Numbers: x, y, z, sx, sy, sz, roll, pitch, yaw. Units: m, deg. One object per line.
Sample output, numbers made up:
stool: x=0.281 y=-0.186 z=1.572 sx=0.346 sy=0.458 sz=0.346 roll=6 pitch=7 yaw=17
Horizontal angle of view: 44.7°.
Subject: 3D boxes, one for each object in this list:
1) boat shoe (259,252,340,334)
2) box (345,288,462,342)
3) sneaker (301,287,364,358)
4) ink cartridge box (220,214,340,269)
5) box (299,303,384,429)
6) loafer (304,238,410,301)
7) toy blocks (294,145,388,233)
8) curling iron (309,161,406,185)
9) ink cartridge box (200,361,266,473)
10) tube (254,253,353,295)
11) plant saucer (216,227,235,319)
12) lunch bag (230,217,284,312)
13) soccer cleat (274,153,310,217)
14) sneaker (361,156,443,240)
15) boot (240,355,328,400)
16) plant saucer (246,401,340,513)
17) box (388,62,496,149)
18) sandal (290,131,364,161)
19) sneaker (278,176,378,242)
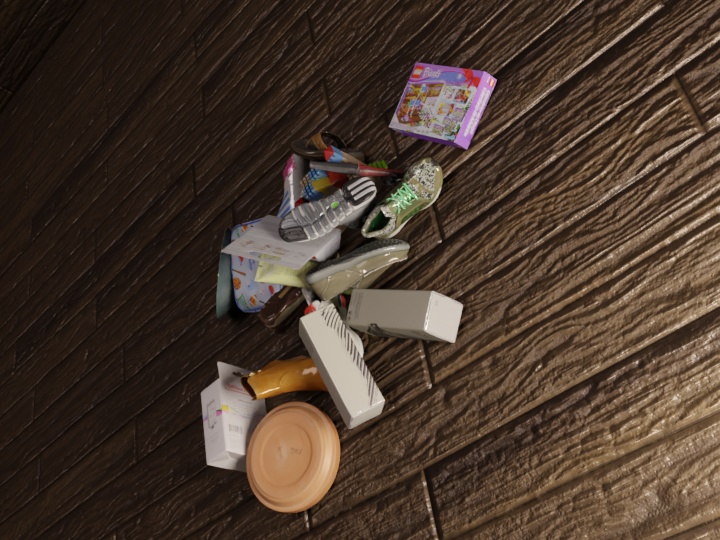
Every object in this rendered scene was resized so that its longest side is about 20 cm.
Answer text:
boat shoe: x=-0.111 y=0.043 z=1.733 sx=0.202 sy=0.075 sz=0.075 roll=-44 pitch=42 yaw=-7
box: x=0.071 y=0.075 z=1.490 sx=0.199 sy=0.082 sz=0.069 roll=0 pitch=72 yaw=50
sneaker: x=-0.062 y=0.105 z=1.628 sx=0.070 sy=0.093 sz=0.200 roll=-44 pitch=44 yaw=26
ink cartridge box: x=-0.147 y=-0.039 z=1.642 sx=0.162 sy=0.200 sz=0.057 roll=12 pitch=121 yaw=17
box: x=-0.035 y=0.165 z=1.517 sx=0.201 sy=0.068 sz=0.082 roll=61 pitch=164 yaw=19
loafer: x=0.000 y=0.000 z=1.594 sx=0.199 sy=0.070 sz=0.075 roll=-20 pitch=15 yaw=3
toy blocks: x=-0.055 y=-0.154 z=1.710 sx=0.200 sy=0.136 sz=0.100 roll=-48 pitch=43 yaw=23
curling iron: x=0.003 y=-0.185 z=1.635 sx=0.050 sy=0.199 sz=0.026 roll=-75 pitch=-4 yaw=-66
ink cartridge box: x=-0.249 y=0.291 z=1.736 sx=0.067 sy=0.116 sz=0.201 roll=-38 pitch=47 yaw=30
tube: x=-0.095 y=0.008 z=1.643 sx=0.058 sy=0.199 sz=0.052 roll=-113 pitch=32 yaw=-85
plant saucer: x=-0.284 y=0.008 z=1.917 sx=0.201 sy=0.038 sz=0.203 roll=-175 pitch=90 yaw=-87
lunch bag: x=-0.193 y=-0.008 z=1.813 sx=0.160 sy=0.075 sz=0.201 roll=-9 pitch=87 yaw=40
soccer cleat: x=-0.128 y=-0.153 z=1.856 sx=0.086 sy=0.070 sz=0.201 roll=10 pitch=86 yaw=42
sneaker: x=0.072 y=-0.119 z=1.571 sx=0.077 sy=0.089 sz=0.200 roll=44 pitch=119 yaw=7
boot: x=-0.126 y=0.207 z=1.609 sx=0.201 sy=0.143 sz=0.071 roll=5 pitch=112 yaw=56
plant saucer: x=-0.129 y=0.339 z=1.602 sx=0.199 sy=0.032 sz=0.202 roll=-12 pitch=66 yaw=27
box: x=0.149 y=-0.309 z=1.627 sx=0.200 sy=0.039 sz=0.138 roll=25 pitch=93 yaw=51
sandal: x=-0.068 y=-0.259 z=1.810 sx=0.200 sy=0.081 sz=0.055 roll=21 pitch=118 yaw=49
sneaker: x=-0.050 y=-0.092 z=1.645 sx=0.199 sy=0.116 sz=0.075 roll=-26 pitch=67 yaw=4
